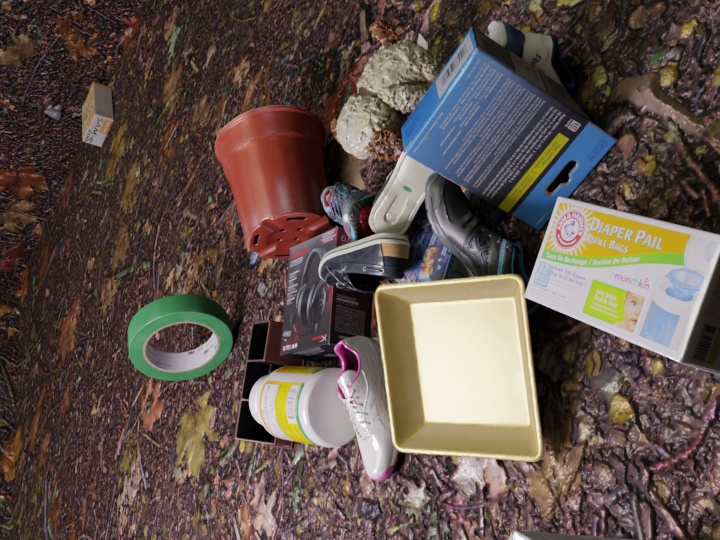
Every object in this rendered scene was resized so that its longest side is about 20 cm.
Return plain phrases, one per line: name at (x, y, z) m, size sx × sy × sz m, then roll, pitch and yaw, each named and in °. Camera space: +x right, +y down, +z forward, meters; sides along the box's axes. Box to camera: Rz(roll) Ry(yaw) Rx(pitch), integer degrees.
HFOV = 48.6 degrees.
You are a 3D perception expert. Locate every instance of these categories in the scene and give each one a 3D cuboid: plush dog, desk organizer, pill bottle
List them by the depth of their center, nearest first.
plush dog at (0.034, -0.236, 1.131) m, size 0.173 × 0.160 × 0.199 m, roll -56°, pitch 35°, yaw -3°
pill bottle at (-0.088, 0.202, 1.203) m, size 0.199 × 0.111 × 0.115 m, roll -8°, pitch 70°, yaw 54°
desk organizer at (-0.148, 0.189, 1.331) m, size 0.071 × 0.076 × 0.204 m, roll -10°, pitch 69°, yaw 54°

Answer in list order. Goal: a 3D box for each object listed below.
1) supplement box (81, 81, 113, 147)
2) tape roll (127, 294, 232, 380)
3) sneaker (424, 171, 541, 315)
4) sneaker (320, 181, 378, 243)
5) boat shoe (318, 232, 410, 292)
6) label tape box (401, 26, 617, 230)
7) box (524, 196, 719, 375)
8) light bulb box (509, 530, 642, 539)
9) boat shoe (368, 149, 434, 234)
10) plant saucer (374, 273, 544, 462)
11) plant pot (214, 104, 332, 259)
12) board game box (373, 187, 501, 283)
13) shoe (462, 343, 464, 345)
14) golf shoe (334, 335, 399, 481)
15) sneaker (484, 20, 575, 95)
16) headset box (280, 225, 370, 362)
supplement box at (-0.932, -0.554, 2.818) m, size 0.127 × 0.073 × 0.202 m, roll -52°, pitch 39°, yaw 32°
tape roll at (-0.348, 0.132, 1.544) m, size 0.201 × 0.198 × 0.049 m, roll -52°, pitch 39°, yaw 31°
sneaker at (0.147, -0.034, 0.934) m, size 0.081 × 0.073 × 0.202 m, roll -28°, pitch 94°, yaw 38°
sneaker at (-0.018, -0.084, 1.149) m, size 0.200 × 0.094 × 0.081 m, roll -24°, pitch -45°, yaw -84°
boat shoe at (0.000, 0.000, 1.083) m, size 0.199 × 0.074 × 0.063 m, roll -19°, pitch 68°, yaw 57°
label tape box at (0.166, -0.156, 0.908) m, size 0.145 × 0.198 × 0.064 m, roll -52°, pitch 23°, yaw 30°
box at (0.268, 0.010, 0.754) m, size 0.199 × 0.100 × 0.114 m, roll 25°, pitch 98°, yaw 57°
light bulb box at (0.204, 0.328, 0.632) m, size 0.124 × 0.198 × 0.202 m, roll 17°, pitch 91°, yaw 58°
boat shoe at (0.078, -0.130, 1.016) m, size 0.200 × 0.071 × 0.068 m, roll -50°, pitch 9°, yaw 34°
plant saucer at (0.118, 0.108, 0.916) m, size 0.198 × 0.048 × 0.204 m, roll -5°, pitch 93°, yaw 37°
plant pot at (-0.137, -0.140, 1.360) m, size 0.200 × 0.198 × 0.198 m, roll -39°, pitch 54°, yaw 41°
board game box at (0.111, -0.066, 1.060) m, size 0.202 × 0.061 × 0.200 m, roll -64°, pitch 34°, yaw 14°
shoe at (0.095, 0.138, 1.006) m, size 0.200 × 0.053 × 0.071 m, roll -50°, pitch 40°, yaw 33°
golf shoe at (0.003, 0.185, 1.094) m, size 0.075 × 0.090 × 0.203 m, roll -33°, pitch 53°, yaw 43°
sneaker at (0.198, -0.213, 0.977) m, size 0.201 × 0.113 × 0.082 m, roll 102°, pitch 166°, yaw -57°
headset box at (-0.052, 0.032, 1.252) m, size 0.148 × 0.076 × 0.204 m, roll -18°, pitch 64°, yaw 53°
